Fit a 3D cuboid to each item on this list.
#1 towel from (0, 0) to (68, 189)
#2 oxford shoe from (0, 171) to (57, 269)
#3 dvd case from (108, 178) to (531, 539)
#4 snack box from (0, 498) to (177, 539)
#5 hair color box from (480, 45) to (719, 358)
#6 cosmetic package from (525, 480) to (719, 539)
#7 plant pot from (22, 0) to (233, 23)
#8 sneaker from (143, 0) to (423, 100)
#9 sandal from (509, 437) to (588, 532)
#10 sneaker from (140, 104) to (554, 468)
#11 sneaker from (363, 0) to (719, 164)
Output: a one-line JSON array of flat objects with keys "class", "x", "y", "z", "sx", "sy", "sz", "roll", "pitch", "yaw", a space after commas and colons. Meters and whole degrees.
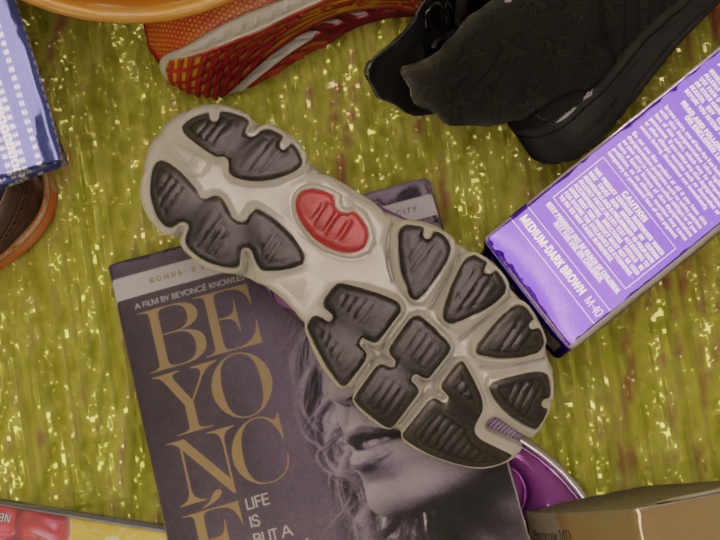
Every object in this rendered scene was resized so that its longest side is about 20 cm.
[{"class": "towel", "x": -0.236, "y": -0.079, "z": 1.042, "sx": 0.199, "sy": 0.024, "sz": 0.146, "roll": -19, "pitch": 90, "yaw": 1}, {"class": "oxford shoe", "x": -0.222, "y": 0.009, "z": 1.082, "sx": 0.200, "sy": 0.073, "sz": 0.071, "roll": -44, "pitch": 85, "yaw": -1}, {"class": "dvd case", "x": -0.017, "y": 0.068, "z": 1.051, "sx": 0.148, "sy": 0.016, "sz": 0.201, "roll": -15, "pitch": 65, "yaw": 0}, {"class": "snack box", "x": -0.098, "y": 0.181, "z": 1.068, "sx": 0.198, "sy": 0.053, "sz": 0.143, "roll": 8, "pitch": 87, "yaw": 9}, {"class": "hair color box", "x": 0.145, "y": -0.049, "z": 1.053, "sx": 0.200, "sy": 0.109, "sz": 0.065, "roll": -37, "pitch": 86, "yaw": -1}, {"class": "cosmetic package", "x": 0.135, "y": 0.191, "z": 1.026, "sx": 0.071, "sy": 0.105, "sz": 0.202, "roll": -8, "pitch": 86, "yaw": -24}, {"class": "plant pot", "x": -0.089, "y": -0.220, "z": 1.024, "sx": 0.198, "sy": 0.183, "sz": 0.202, "roll": 1, "pitch": 108, "yaw": 2}, {"class": "sneaker", "x": -0.004, "y": -0.144, "z": 1.089, "sx": 0.199, "sy": 0.073, "sz": 0.078, "roll": -18, "pitch": 70, "yaw": -4}, {"class": "sandal", "x": 0.018, "y": 0.084, "z": 1.078, "sx": 0.202, "sy": 0.050, "sz": 0.083, "roll": 35, "pitch": 88, "yaw": 5}, {"class": "sneaker", "x": 0.000, "y": 0.000, "z": 1.034, "sx": 0.200, "sy": 0.083, "sz": 0.081, "roll": 41, "pitch": 95, "yaw": 5}, {"class": "sneaker", "x": 0.091, "y": -0.126, "z": 1.049, "sx": 0.200, "sy": 0.060, "sz": 0.104, "roll": -53, "pitch": 126, "yaw": -14}]
